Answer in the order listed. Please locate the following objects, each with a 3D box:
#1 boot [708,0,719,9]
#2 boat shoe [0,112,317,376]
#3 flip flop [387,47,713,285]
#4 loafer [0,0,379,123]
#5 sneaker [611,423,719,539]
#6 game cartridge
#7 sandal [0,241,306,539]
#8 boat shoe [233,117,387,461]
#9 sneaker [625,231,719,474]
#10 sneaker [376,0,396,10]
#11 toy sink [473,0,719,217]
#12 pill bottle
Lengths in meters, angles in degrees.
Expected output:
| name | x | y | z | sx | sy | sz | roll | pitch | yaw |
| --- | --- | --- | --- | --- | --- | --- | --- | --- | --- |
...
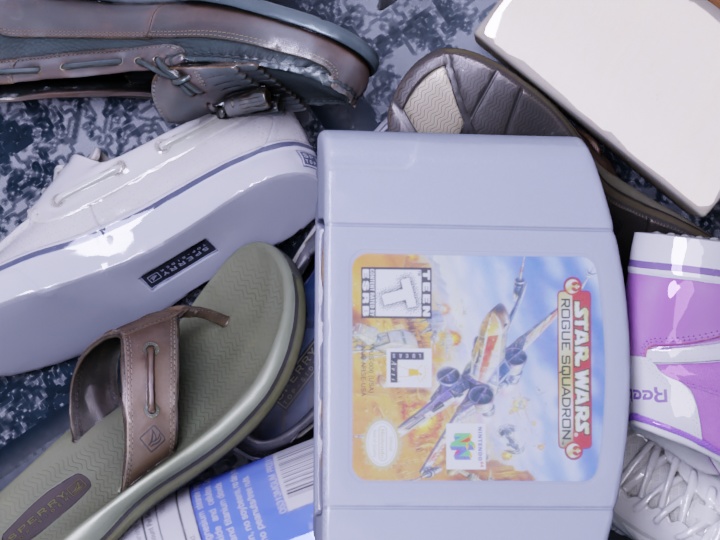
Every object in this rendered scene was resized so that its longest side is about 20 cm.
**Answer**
| name | x | y | z | sx | sy | sz | roll | pitch | yaw |
| --- | --- | --- | --- | --- | --- | --- | --- | --- | --- |
| boot | 0.209 | -0.166 | 1.187 | 0.200 | 0.068 | 0.188 | 42 | 93 | 0 |
| boat shoe | -0.114 | -0.021 | 1.306 | 0.200 | 0.071 | 0.070 | -29 | 58 | 9 |
| flip flop | 0.090 | -0.031 | 1.292 | 0.200 | 0.058 | 0.081 | 31 | 111 | -25 |
| loafer | -0.086 | -0.088 | 1.272 | 0.200 | 0.072 | 0.063 | 12 | 73 | 30 |
| sneaker | 0.153 | 0.108 | 1.292 | 0.200 | 0.081 | 0.075 | 39 | 91 | 2 |
| game cartridge | 0.047 | 0.041 | 1.214 | 0.133 | 0.042 | 0.200 | 0 | 85 | -5 |
| sandal | -0.100 | 0.061 | 1.248 | 0.201 | 0.080 | 0.057 | -45 | 127 | -15 |
| boat shoe | 0.000 | 0.000 | 1.299 | 0.070 | 0.066 | 0.200 | 38 | 88 | 0 |
| sneaker | 0.200 | 0.045 | 1.275 | 0.200 | 0.073 | 0.114 | 3 | 90 | -25 |
| sneaker | 0.066 | -0.205 | 1.304 | 0.060 | 0.104 | 0.200 | 33 | 52 | 29 |
| toy sink | 0.162 | -0.141 | 1.280 | 0.130 | 0.112 | 0.200 | 38 | 94 | 1 |
| pill bottle | -0.067 | 0.151 | 1.275 | 0.200 | 0.112 | 0.112 | -22 | 89 | 0 |
